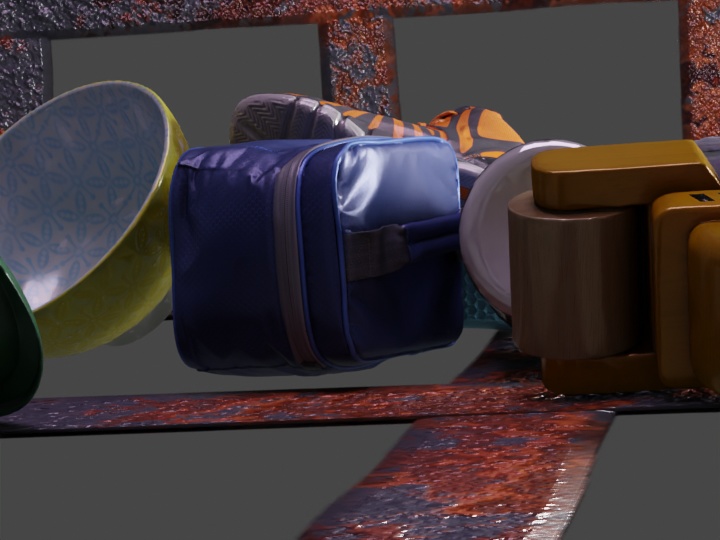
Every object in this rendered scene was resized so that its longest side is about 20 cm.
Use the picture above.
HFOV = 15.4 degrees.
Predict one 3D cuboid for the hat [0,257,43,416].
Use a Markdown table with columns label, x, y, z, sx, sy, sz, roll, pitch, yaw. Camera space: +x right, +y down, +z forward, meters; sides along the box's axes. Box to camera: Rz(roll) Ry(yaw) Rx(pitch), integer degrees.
| label | x | y | z | sx | sy | sz | roll | pitch | yaw |
| --- | --- | --- | --- | --- | --- | --- | --- | --- | --- |
| hat | -0.293 | 0.049 | 1.383 | 0.176 | 0.200 | 0.166 | -47 | -9 | -39 |

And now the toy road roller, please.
| label | x | y | z | sx | sy | sz | roll | pitch | yaw |
| --- | --- | --- | --- | --- | --- | --- | --- | --- | --- |
| toy road roller | 0.176 | 0.008 | 1.373 | 0.198 | 0.124 | 0.146 | -3 | 17 | 3 |

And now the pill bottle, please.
| label | x | y | z | sx | sy | sz | roll | pitch | yaw |
| --- | --- | --- | --- | --- | --- | --- | --- | --- | --- |
| pill bottle | 0.118 | -0.011 | 1.561 | 0.105 | 0.107 | 0.200 | -3 | -6 | 8 |

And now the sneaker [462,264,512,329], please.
| label | x | y | z | sx | sy | sz | roll | pitch | yaw |
| --- | --- | --- | --- | --- | --- | --- | --- | --- | --- |
| sneaker | 0.037 | -0.002 | 1.760 | 0.198 | 0.080 | 0.131 | 7 | 9 | 5 |

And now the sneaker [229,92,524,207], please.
| label | x | y | z | sx | sy | sz | roll | pitch | yaw |
| --- | --- | --- | --- | --- | --- | --- | --- | --- | --- |
| sneaker | 0.020 | -0.072 | 1.710 | 0.199 | 0.078 | 0.112 | 22 | 27 | 13 |

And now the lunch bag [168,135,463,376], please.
| label | x | y | z | sx | sy | sz | roll | pitch | yaw |
| --- | --- | --- | --- | --- | --- | --- | --- | --- | --- |
| lunch bag | -0.010 | -0.010 | 1.572 | 0.131 | 0.137 | 0.200 | 0 | 5 | 26 |

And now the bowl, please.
| label | x | y | z | sx | sy | sz | roll | pitch | yaw |
| --- | --- | --- | --- | --- | --- | --- | --- | --- | --- |
| bowl | -0.176 | -0.013 | 1.737 | 0.199 | 0.201 | 0.108 | 1 | -35 | 41 |

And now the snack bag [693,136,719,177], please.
| label | x | y | z | sx | sy | sz | roll | pitch | yaw |
| --- | --- | --- | --- | --- | --- | --- | --- | --- | --- |
| snack bag | 0.354 | -0.048 | 1.848 | 0.188 | 0.022 | 0.200 | 27 | -13 | -28 |
